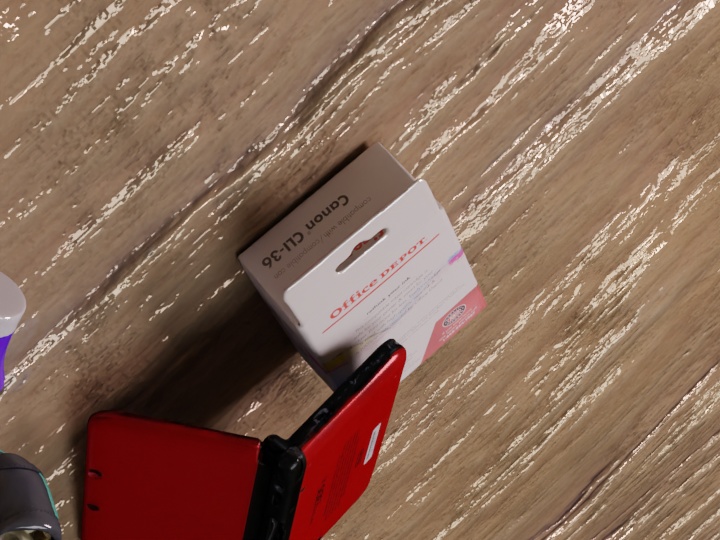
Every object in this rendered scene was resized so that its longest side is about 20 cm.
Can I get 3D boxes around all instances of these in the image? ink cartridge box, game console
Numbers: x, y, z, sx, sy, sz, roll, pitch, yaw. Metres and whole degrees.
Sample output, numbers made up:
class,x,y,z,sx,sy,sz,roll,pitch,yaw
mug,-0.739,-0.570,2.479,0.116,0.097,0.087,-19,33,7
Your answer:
class,x,y,z,sx,sy,sz,roll,pitch,yaw
ink cartridge box,0.000,0.000,1.487,0.116,0.068,0.200,-40,154,-6
game console,-0.075,0.114,1.513,0.172,0.118,0.200,-45,165,-28

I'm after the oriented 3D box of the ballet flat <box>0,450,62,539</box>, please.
class,x,y,z,sx,sy,sz,roll,pitch,yaw
ballet flat,-0.214,0.173,1.122,0.200,0.073,0.073,-47,153,-3

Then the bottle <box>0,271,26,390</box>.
class,x,y,z,sx,sy,sz,roll,pitch,yaw
bottle,-0.242,0.085,1.281,0.083,0.065,0.201,-5,134,-52
